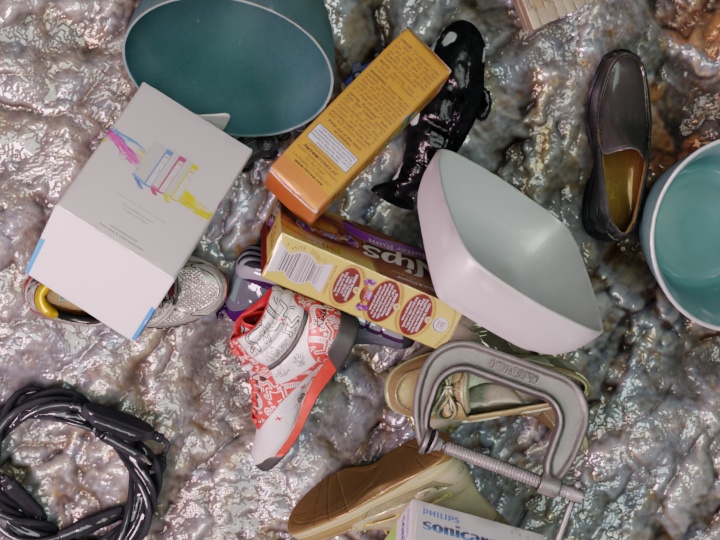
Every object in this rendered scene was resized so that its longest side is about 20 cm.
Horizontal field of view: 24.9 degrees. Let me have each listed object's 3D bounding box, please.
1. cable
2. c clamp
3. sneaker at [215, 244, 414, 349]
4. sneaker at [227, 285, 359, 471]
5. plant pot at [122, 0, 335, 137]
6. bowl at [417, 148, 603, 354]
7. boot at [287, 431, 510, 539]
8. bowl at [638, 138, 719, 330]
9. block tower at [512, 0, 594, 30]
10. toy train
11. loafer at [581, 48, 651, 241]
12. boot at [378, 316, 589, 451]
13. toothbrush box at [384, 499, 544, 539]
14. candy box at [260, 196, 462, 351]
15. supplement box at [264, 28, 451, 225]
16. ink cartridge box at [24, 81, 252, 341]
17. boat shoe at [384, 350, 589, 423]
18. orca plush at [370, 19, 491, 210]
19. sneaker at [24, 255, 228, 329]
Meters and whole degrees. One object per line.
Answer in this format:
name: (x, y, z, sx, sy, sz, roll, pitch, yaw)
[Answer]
cable: (-0.298, 0.204, 1.631, 0.199, 0.051, 0.164, 20, 97, -15)
c clamp: (0.136, 0.166, 1.586, 0.199, 0.027, 0.171, 26, 90, 1)
sneaker: (-0.044, 0.048, 1.658, 0.199, 0.074, 0.088, 24, 113, -9)
sneaker: (-0.092, 0.103, 1.620, 0.108, 0.067, 0.202, 25, 120, -12)
plant pot: (-0.115, -0.241, 1.555, 0.199, 0.200, 0.135, 17, 56, -12)
bowl: (0.135, -0.008, 1.615, 0.200, 0.200, 0.075, 31, 119, -28)
boot: (0.041, 0.263, 1.684, 0.199, 0.073, 0.156, -28, 121, 15)
bowl: (0.370, -0.043, 1.693, 0.200, 0.105, 0.202, -2, 98, -16)
block tower: (0.248, -0.310, 1.669, 0.199, 0.054, 0.058, -24, 101, -8)
toy train: (-0.048, -0.160, 1.638, 0.199, 0.034, 0.046, -27, 66, -5)
loafer: (0.273, -0.128, 1.686, 0.072, 0.072, 0.201, -1, 96, -10)
boot: (0.129, 0.142, 1.690, 0.154, 0.072, 0.200, -38, 97, -5)
toothbrush box: (0.080, 0.332, 1.641, 0.145, 0.086, 0.200, 18, 133, -13)
candy box: (0.000, 0.000, 1.621, 0.199, 0.117, 0.057, 21, 110, -12)
supplement box: (-0.002, -0.139, 1.577, 0.069, 0.067, 0.200, 41, 78, 1)
ink cartridge box: (-0.202, -0.064, 1.537, 0.125, 0.129, 0.200, 32, 52, -6)
boat shoe: (0.125, 0.115, 1.623, 0.200, 0.063, 0.074, 2, 91, -5)
orca plush: (0.075, -0.157, 1.644, 0.105, 0.071, 0.200, 37, 89, -13)
sneaker: (-0.228, 0.027, 1.602, 0.199, 0.082, 0.078, -5, 97, -11)
